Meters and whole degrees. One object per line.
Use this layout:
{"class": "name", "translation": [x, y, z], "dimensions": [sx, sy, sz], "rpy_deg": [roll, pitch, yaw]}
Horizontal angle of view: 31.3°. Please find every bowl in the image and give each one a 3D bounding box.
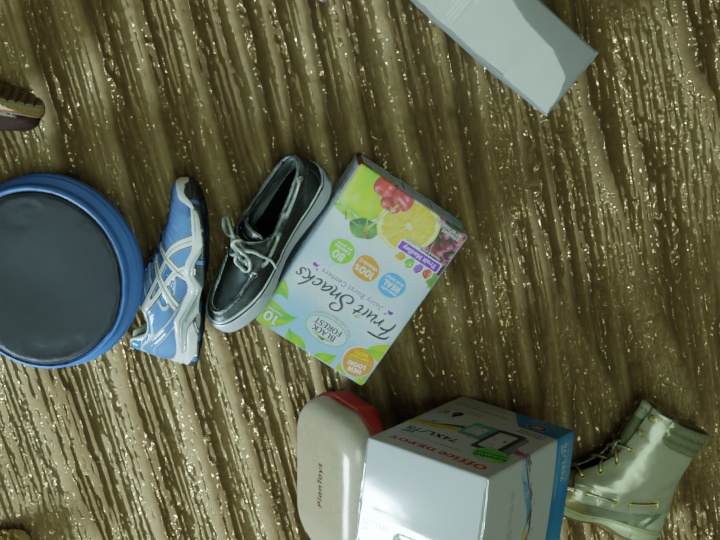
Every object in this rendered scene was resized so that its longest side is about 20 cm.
{"class": "bowl", "translation": [-0.320, 0.004, 1.305], "dimensions": [0.197, 0.039, 0.204], "rpy_deg": [2, 105, 9]}

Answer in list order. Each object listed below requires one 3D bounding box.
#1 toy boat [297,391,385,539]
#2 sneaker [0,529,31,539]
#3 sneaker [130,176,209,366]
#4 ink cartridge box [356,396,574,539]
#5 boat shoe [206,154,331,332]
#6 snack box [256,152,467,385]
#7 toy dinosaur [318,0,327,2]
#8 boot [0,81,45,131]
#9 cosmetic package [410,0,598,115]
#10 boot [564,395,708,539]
{"class": "toy boat", "translation": [0.008, 0.227, 1.414], "dimensions": [0.129, 0.130, 0.203], "rpy_deg": [-11, 112, -33]}
{"class": "sneaker", "translation": [-0.426, 0.375, 1.437], "dimensions": [0.200, 0.075, 0.090], "rpy_deg": [-46, 139, -2]}
{"class": "sneaker", "translation": [-0.195, 0.003, 1.325], "dimensions": [0.076, 0.076, 0.203], "rpy_deg": [6, 107, -3]}
{"class": "ink cartridge box", "translation": [0.110, 0.238, 1.343], "dimensions": [0.145, 0.199, 0.148], "rpy_deg": [14, 105, 31]}
{"class": "boat shoe", "translation": [-0.106, -0.028, 1.314], "dimensions": [0.200, 0.074, 0.068], "rpy_deg": [-52, 147, 11]}
{"class": "snack box", "translation": [0.000, 0.000, 1.358], "dimensions": [0.141, 0.053, 0.201], "rpy_deg": [32, 103, -14]}
{"class": "toy dinosaur", "translation": [-0.122, -0.318, 1.227], "dimensions": [0.135, 0.086, 0.200], "rpy_deg": [-36, 125, 17]}
{"class": "boot", "translation": [-0.410, -0.105, 1.273], "dimensions": [0.197, 0.072, 0.169], "rpy_deg": [6, 109, 0]}
{"class": "cosmetic package", "translation": [0.127, -0.251, 1.260], "dimensions": [0.199, 0.107, 0.091], "rpy_deg": [35, 102, -17]}
{"class": "boot", "translation": [0.280, 0.209, 1.450], "dimensions": [0.198, 0.072, 0.156], "rpy_deg": [22, 104, -14]}
